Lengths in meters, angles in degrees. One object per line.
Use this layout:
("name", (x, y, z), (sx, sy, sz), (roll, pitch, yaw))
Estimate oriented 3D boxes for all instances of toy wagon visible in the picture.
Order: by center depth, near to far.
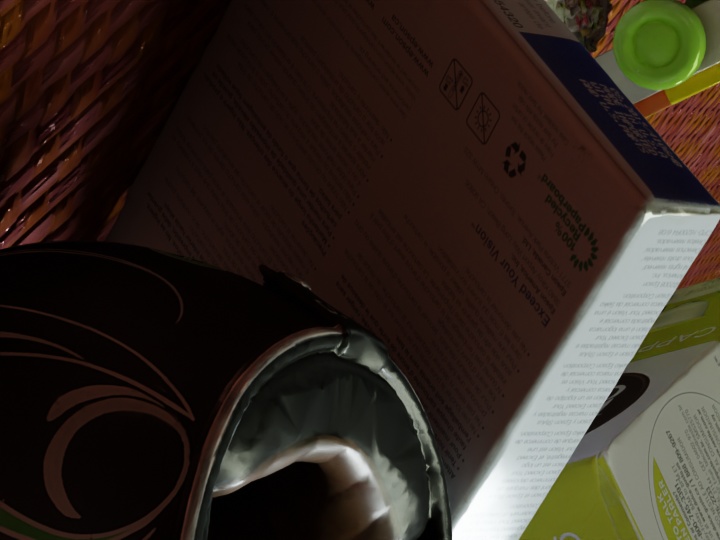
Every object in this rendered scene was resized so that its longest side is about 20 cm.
("toy wagon", (0.176, -0.111, 1.108), (0.200, 0.040, 0.155), (-25, -179, 18))

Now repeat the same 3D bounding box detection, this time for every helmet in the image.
("helmet", (-0.088, 0.091, 0.860), (0.200, 0.190, 0.200), (0, 90, -58))

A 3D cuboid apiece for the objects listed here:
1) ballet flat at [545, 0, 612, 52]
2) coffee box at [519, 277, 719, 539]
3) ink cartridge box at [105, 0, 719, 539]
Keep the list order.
("ballet flat", (0.065, -0.121, 1.108), (0.064, 0.076, 0.200), (-55, 170, 9))
("coffee box", (0.095, 0.138, 1.145), (0.200, 0.200, 0.198), (-19, -170, 37))
("ink cartridge box", (0.004, -0.004, 0.937), (0.043, 0.196, 0.200), (3, 129, -40))
